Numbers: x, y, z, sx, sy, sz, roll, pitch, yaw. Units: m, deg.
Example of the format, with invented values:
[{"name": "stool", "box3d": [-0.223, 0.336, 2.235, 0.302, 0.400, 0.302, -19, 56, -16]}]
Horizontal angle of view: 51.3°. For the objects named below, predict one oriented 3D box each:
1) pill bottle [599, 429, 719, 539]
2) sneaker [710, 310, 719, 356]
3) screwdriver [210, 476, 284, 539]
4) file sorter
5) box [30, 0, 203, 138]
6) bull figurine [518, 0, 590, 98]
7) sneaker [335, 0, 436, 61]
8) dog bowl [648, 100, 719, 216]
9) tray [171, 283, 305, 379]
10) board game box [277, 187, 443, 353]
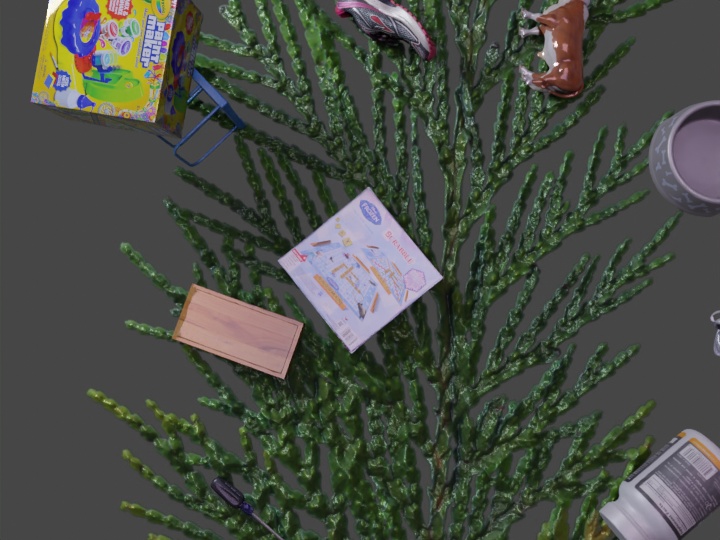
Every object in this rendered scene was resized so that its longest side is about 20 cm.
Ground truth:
[{"name": "pill bottle", "box3d": [0.483, 0.353, 1.176, 0.200, 0.116, 0.116, -39, 85, -2]}, {"name": "sneaker", "box3d": [0.651, 0.141, 1.218, 0.114, 0.075, 0.201, -17, 79, 0]}, {"name": "screwdriver", "box3d": [-0.165, 0.408, 1.229, 0.200, 0.029, 0.028, 40, 85, 1]}, {"name": "file sorter", "box3d": [-0.314, -0.289, 1.250, 0.123, 0.139, 0.200, -44, 85, 0]}, {"name": "box", "box3d": [-0.359, -0.321, 1.127, 0.192, 0.122, 0.201, 10, 90, 5]}, {"name": "bull figurine", "box3d": [0.335, -0.395, 1.285, 0.121, 0.065, 0.201, 0, 82, 5]}, {"name": "sneaker", "box3d": [0.047, -0.421, 1.291, 0.200, 0.081, 0.075, 40, 100, 12]}, {"name": "dog bowl", "box3d": [0.594, -0.193, 1.261, 0.199, 0.059, 0.201, 0, 85, 1]}, {"name": "tray", "box3d": [-0.203, 0.102, 1.255, 0.199, 0.037, 0.099, 19, 85, 2]}, {"name": "board game box", "box3d": [0.000, 0.000, 1.259, 0.199, 0.041, 0.200, -38, 84, -3]}]
